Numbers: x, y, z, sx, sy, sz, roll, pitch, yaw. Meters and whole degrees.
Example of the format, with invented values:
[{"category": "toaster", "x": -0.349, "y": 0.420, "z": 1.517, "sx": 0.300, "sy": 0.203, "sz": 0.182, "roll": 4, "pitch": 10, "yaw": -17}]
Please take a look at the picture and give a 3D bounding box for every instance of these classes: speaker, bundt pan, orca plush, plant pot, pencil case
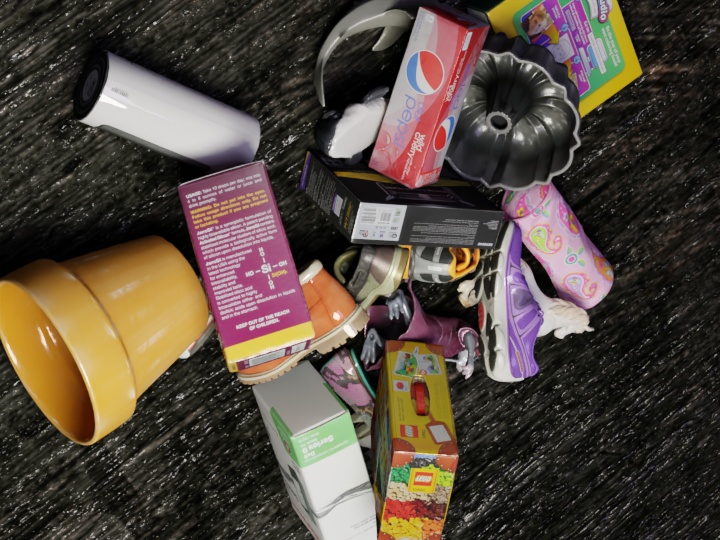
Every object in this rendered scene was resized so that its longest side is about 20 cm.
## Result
[{"category": "speaker", "x": -0.209, "y": -0.167, "z": 1.522, "sx": 0.198, "sy": 0.081, "sz": 0.082, "roll": 21, "pitch": 100, "yaw": -34}, {"category": "bundt pan", "x": 0.175, "y": -0.198, "z": 1.668, "sx": 0.203, "sy": 0.199, "sz": 0.076, "roll": 63, "pitch": 35, "yaw": -31}, {"category": "orca plush", "x": 0.001, "y": -0.197, "z": 1.629, "sx": 0.200, "sy": 0.071, "sz": 0.106, "roll": -42, "pitch": 157, "yaw": -32}, {"category": "plant pot", "x": -0.273, "y": 0.058, "z": 1.527, "sx": 0.182, "sy": 0.199, "sz": 0.203, "roll": -31, "pitch": 123, "yaw": -31}, {"category": "pencil case", "x": 0.256, "y": -0.038, "z": 1.825, "sx": 0.087, "sy": 0.087, "sz": 0.200, "roll": -45, "pitch": 124, "yaw": -4}]

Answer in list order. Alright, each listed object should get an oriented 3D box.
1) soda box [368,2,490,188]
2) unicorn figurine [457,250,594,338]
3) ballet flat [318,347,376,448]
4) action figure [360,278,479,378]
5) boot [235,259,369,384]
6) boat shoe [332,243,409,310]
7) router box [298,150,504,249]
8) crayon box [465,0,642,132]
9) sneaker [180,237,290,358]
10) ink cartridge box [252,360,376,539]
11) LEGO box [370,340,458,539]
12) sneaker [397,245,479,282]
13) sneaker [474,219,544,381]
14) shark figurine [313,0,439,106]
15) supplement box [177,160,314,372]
[{"category": "soda box", "x": 0.078, "y": -0.200, "z": 1.595, "sx": 0.063, "sy": 0.069, "sz": 0.202, "roll": -25, "pitch": 138, "yaw": -57}, {"category": "unicorn figurine", "x": 0.214, "y": 0.049, "z": 1.812, "sx": 0.136, "sy": 0.074, "sz": 0.201, "roll": -30, "pitch": 112, "yaw": 4}, {"category": "ballet flat", "x": 0.008, "y": 0.185, "z": 1.801, "sx": 0.071, "sy": 0.069, "sz": 0.201, "roll": -31, "pitch": 119, "yaw": 8}, {"category": "action figure", "x": 0.084, "y": 0.082, "z": 1.794, "sx": 0.198, "sy": 0.133, "sz": 0.151, "roll": 10, "pitch": 63, "yaw": -43}, {"category": "boot", "x": -0.092, "y": 0.060, "z": 1.658, "sx": 0.199, "sy": 0.075, "sz": 0.108, "roll": -31, "pitch": 104, "yaw": 31}, {"category": "boat shoe", "x": 0.000, "y": 0.001, "z": 1.655, "sx": 0.065, "sy": 0.201, "sz": 0.073, "roll": 25, "pitch": 73, "yaw": -12}, {"category": "router box", "x": 0.047, "y": -0.083, "z": 1.646, "sx": 0.197, "sy": 0.157, "sz": 0.053, "roll": 3, "pitch": 115, "yaw": -28}, {"category": "crayon box", "x": 0.244, "y": -0.288, "z": 1.729, "sx": 0.172, "sy": 0.058, "sz": 0.201, "roll": -36, "pitch": 123, "yaw": -12}, {"category": "sneaker", "x": -0.148, "y": 0.027, "z": 1.641, "sx": 0.082, "sy": 0.077, "sz": 0.201, "roll": 34, "pitch": 93, "yaw": -40}, {"category": "ink cartridge box", "x": -0.051, "y": 0.239, "z": 1.735, "sx": 0.083, "sy": 0.146, "sz": 0.202, "roll": -24, "pitch": 119, "yaw": -15}, {"category": "LEGO box", "x": 0.061, "y": 0.206, "z": 1.659, "sx": 0.076, "sy": 0.201, "sz": 0.151, "roll": 5, "pitch": 124, "yaw": -6}, {"category": "sneaker", "x": 0.117, "y": -0.026, "z": 1.722, "sx": 0.199, "sy": 0.076, "sz": 0.079, "roll": -33, "pitch": 130, "yaw": -54}, {"category": "sneaker", "x": 0.192, "y": 0.039, "z": 1.750, "sx": 0.082, "sy": 0.081, "sz": 0.203, "roll": 3, "pitch": 82, "yaw": -18}, {"category": "shark figurine", "x": 0.026, "y": -0.281, "z": 1.599, "sx": 0.212, "sy": 0.089, "sz": 0.130, "roll": -26, "pitch": 119, "yaw": -19}, {"category": "supplement box", "x": -0.126, "y": -0.001, "z": 1.529, "sx": 0.102, "sy": 0.131, "sz": 0.203, "roll": -17, "pitch": 84, "yaw": -6}]
